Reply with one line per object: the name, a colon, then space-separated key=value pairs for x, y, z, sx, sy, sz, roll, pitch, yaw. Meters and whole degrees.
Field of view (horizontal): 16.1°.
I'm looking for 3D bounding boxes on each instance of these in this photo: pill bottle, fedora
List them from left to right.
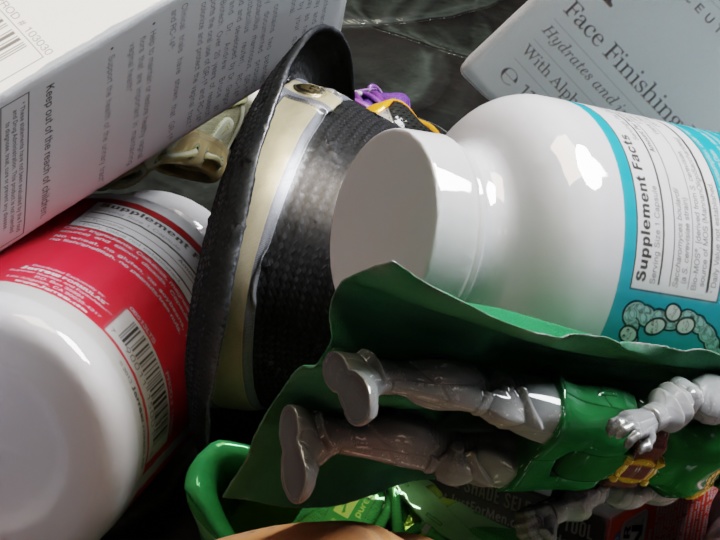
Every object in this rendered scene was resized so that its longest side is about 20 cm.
pill bottle: x=-0.114 y=0.035 z=1.029 sx=0.112 sy=0.113 sz=0.200 roll=11 pitch=20 yaw=12
fedora: x=0.000 y=0.000 z=1.005 sx=0.091 sy=0.201 sz=0.201 roll=15 pitch=21 yaw=10
pill bottle: x=0.091 y=-0.001 z=0.912 sx=0.199 sy=0.111 sz=0.111 roll=9 pitch=17 yaw=-30

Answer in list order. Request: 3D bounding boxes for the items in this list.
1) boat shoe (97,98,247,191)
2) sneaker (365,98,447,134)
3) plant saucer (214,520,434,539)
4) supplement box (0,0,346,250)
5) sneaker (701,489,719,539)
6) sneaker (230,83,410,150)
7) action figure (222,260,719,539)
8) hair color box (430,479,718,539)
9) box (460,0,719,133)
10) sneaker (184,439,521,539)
boat shoe: x=-0.103 y=-0.057 z=1.107 sx=0.073 sy=0.063 sz=0.201 roll=8 pitch=12 yaw=15
sneaker: x=0.025 y=-0.036 z=1.240 sx=0.078 sy=0.077 sz=0.200 roll=-20 pitch=-4 yaw=-2
plant saucer: x=-0.064 y=0.124 z=0.788 sx=0.200 sy=0.032 sz=0.200 roll=-20 pitch=10 yaw=4
supplement box: x=-0.106 y=-0.105 z=0.982 sx=0.200 sy=0.103 sz=0.101 roll=-34 pitch=67 yaw=-26
sneaker: x=0.137 y=0.123 z=0.928 sx=0.105 sy=0.075 sz=0.200 roll=-37 pitch=-1 yaw=-4
sneaker: x=-0.019 y=-0.074 z=1.283 sx=0.083 sy=0.081 sz=0.200 roll=-25 pitch=-12 yaw=11
action figure: x=0.069 y=0.053 z=0.839 sx=0.199 sy=0.118 sz=0.055 roll=6 pitch=51 yaw=-32
hair color box: x=0.101 y=0.081 z=1.047 sx=0.111 sy=0.064 sz=0.200 roll=19 pitch=22 yaw=31
box: x=0.176 y=-0.072 z=1.089 sx=0.199 sy=0.131 sz=0.200 roll=47 pitch=23 yaw=4
sneaker: x=0.014 y=0.107 z=0.890 sx=0.200 sy=0.084 sz=0.074 roll=10 pitch=60 yaw=36
